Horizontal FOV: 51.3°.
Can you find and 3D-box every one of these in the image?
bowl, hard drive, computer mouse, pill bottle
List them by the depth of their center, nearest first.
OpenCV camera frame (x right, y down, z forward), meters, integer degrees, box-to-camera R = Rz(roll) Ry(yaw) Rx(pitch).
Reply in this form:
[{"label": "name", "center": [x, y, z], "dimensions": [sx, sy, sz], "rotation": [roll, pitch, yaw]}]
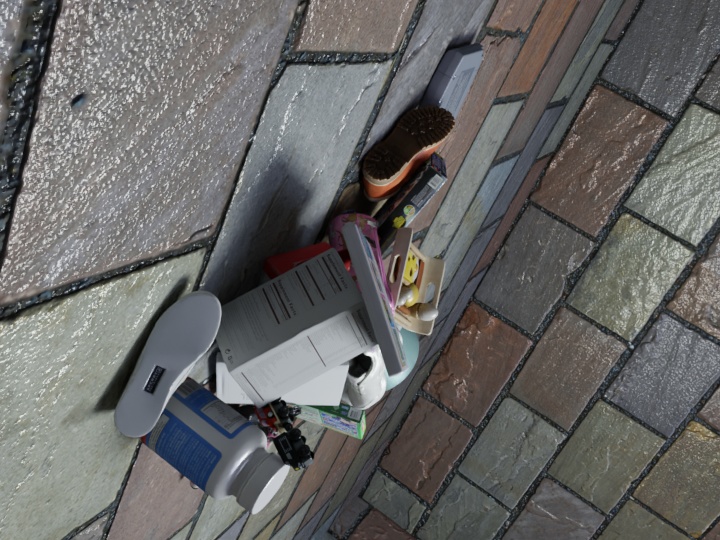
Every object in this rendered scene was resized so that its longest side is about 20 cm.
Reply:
[{"label": "pill bottle", "center": [-0.202, 0.245, 1.040], "dimensions": [0.112, 0.200, 0.112], "rotation": [-50, 164, -21]}, {"label": "hard drive", "center": [-0.126, 0.173, 1.185], "dimensions": [0.132, 0.200, 0.027], "rotation": [103, -13, -51]}, {"label": "computer mouse", "center": [-0.166, 0.243, 1.294], "dimensions": [0.059, 0.034, 0.200], "rotation": [8, 161, -42]}, {"label": "bowl", "center": [0.016, 0.151, 1.606], "dimensions": [0.201, 0.201, 0.105], "rotation": [-52, 144, -16]}]

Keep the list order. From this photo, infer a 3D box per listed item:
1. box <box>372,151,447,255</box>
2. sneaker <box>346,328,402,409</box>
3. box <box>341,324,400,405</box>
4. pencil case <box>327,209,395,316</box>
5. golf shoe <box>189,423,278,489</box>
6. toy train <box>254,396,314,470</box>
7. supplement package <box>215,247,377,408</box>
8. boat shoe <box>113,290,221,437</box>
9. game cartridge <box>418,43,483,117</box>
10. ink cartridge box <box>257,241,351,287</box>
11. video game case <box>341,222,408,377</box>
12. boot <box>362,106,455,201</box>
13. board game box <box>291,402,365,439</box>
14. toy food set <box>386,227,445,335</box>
[{"label": "box", "center": [0.073, -0.115, 1.317], "dimensions": [0.200, 0.040, 0.137], "rotation": [-49, -170, 19]}, {"label": "sneaker", "center": [0.000, 0.166, 1.238], "dimensions": [0.100, 0.075, 0.200], "rotation": [-30, 148, -40]}, {"label": "box", "center": [-0.019, 0.142, 1.433], "dimensions": [0.200, 0.131, 0.199], "rotation": [-57, 174, -9]}, {"label": "pencil case", "center": [0.000, 0.000, 1.201], "dimensions": [0.087, 0.083, 0.200], "rotation": [121, -33, -49]}, {"label": "golf shoe", "center": [-0.235, 0.329, 1.369], "dimensions": [0.200, 0.073, 0.092], "rotation": [-17, 145, -52]}, {"label": "toy train", "center": [-0.125, 0.199, 1.055], "dimensions": [0.046, 0.200, 0.034], "rotation": [-30, 142, -8]}, {"label": "supplement package", "center": [-0.089, 0.079, 1.036], "dimensions": [0.200, 0.110, 0.114], "rotation": [-28, 141, -4]}, {"label": "boat shoe", "center": [-0.239, 0.111, 0.936], "dimensions": [0.200, 0.071, 0.070], "rotation": [-61, -168, 2]}, {"label": "game cartridge", "center": [0.149, -0.305, 1.338], "dimensions": [0.133, 0.040, 0.200], "rotation": [-40, 158, -56]}, {"label": "ink cartridge box", "center": [-0.093, 0.031, 1.142], "dimensions": [0.116, 0.067, 0.200], "rotation": [-18, 142, -38]}, {"label": "video game case", "center": [0.023, 0.044, 1.021], "dimensions": [0.024, 0.200, 0.182], "rotation": [-18, 173, 4]}, {"label": "boot", "center": [0.077, -0.197, 1.271], "dimensions": [0.200, 0.075, 0.107], "rotation": [-41, 163, -18]}, {"label": "board game box", "center": [-0.089, 0.266, 1.437], "dimensions": [0.135, 0.200, 0.029], "rotation": [87, 22, -66]}, {"label": "toy food set", "center": [0.098, 0.023, 1.286], "dimensions": [0.200, 0.060, 0.144], "rotation": [37, 64, -64]}]
